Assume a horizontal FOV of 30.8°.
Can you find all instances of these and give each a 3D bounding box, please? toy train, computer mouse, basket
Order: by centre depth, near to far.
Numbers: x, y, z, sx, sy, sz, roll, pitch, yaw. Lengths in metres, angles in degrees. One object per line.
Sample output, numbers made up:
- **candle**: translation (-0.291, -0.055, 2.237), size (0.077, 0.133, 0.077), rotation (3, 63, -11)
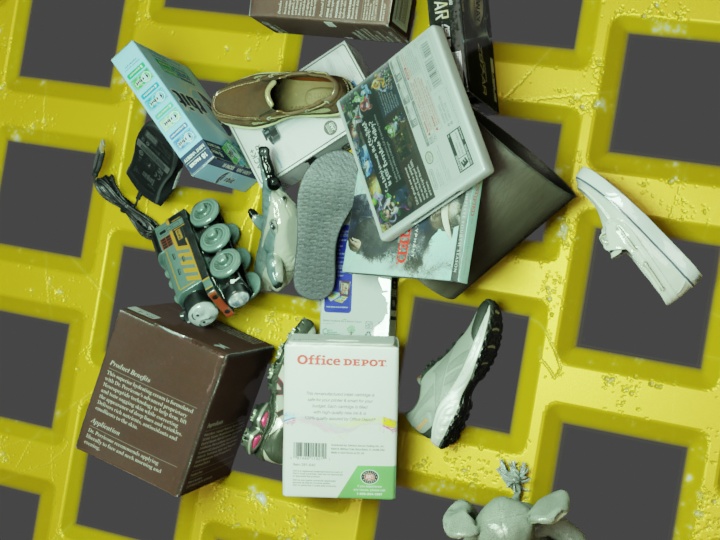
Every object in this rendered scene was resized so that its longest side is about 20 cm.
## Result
- **basket**: translation (0.140, -0.073, 1.650), size (0.180, 0.136, 0.200), rotation (36, 105, -8)
- **toy train**: translation (-0.210, -0.010, 1.760), size (0.114, 0.085, 0.200), rotation (-32, 47, 5)
- **computer mouse**: translation (-0.305, -0.152, 1.817), size (0.140, 0.046, 0.200), rotation (40, 136, 16)

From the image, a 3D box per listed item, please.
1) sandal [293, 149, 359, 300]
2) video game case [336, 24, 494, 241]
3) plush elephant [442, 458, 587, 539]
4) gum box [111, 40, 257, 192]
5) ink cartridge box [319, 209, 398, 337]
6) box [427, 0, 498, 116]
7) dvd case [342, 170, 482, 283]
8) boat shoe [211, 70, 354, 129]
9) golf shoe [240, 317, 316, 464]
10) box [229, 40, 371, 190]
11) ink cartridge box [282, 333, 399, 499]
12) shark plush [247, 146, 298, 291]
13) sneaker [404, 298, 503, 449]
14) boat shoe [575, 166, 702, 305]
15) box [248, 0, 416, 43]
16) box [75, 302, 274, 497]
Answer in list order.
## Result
- **sandal**: translation (-0.051, -0.063, 1.715), size (0.076, 0.043, 0.201), rotation (14, 101, 1)
- **video game case**: translation (0.062, -0.164, 1.583), size (0.182, 0.023, 0.201), rotation (-33, 66, 38)
- **plush elephant**: translation (0.187, 0.331, 1.591), size (0.164, 0.155, 0.201), rotation (-14, 83, 17)
- **gum box**: translation (-0.229, -0.204, 1.761), size (0.045, 0.170, 0.200), rotation (-40, 76, 12)
- **ink cartridge box**: translation (0.000, 0.000, 1.740), size (0.099, 0.039, 0.201), rotation (3, 89, 19)
- **box**: translation (0.127, -0.305, 1.652), size (0.043, 0.160, 0.201), rotation (-7, 83, 19)
- **dvd case**: translation (0.062, -0.062, 1.610), size (0.200, 0.022, 0.147), rotation (6, 85, 44)
- **boat shoe**: translation (-0.110, -0.231, 1.709), size (0.202, 0.075, 0.075), rotation (-6, 83, 19)
- **golf shoe**: translation (-0.089, 0.162, 1.752), size (0.088, 0.077, 0.201), rotation (21, 95, -2)
- **box**: translation (-0.068, -0.203, 1.764), size (0.200, 0.060, 0.117), rotation (-30, 77, 15)
- **ink cartridge box**: translation (-0.024, 0.184, 1.676), size (0.144, 0.084, 0.201), rotation (1, 97, 2)
- **shark plush**: translation (-0.125, -0.060, 1.737), size (0.083, 0.091, 0.201), rotation (13, 129, 42)
- **sneaker**: translation (0.120, 0.125, 1.674), size (0.079, 0.074, 0.201), rotation (28, 96, 23)
- **boat shoe**: translation (0.329, -0.042, 1.617), size (0.066, 0.072, 0.200), rotation (-45, 83, 6)
- **box**: translation (-0.037, -0.354, 1.743), size (0.199, 0.100, 0.075), rotation (9, 89, 19)
- **box**: translation (-0.244, 0.167, 1.736), size (0.165, 0.164, 0.201), rotation (23, 98, 17)
